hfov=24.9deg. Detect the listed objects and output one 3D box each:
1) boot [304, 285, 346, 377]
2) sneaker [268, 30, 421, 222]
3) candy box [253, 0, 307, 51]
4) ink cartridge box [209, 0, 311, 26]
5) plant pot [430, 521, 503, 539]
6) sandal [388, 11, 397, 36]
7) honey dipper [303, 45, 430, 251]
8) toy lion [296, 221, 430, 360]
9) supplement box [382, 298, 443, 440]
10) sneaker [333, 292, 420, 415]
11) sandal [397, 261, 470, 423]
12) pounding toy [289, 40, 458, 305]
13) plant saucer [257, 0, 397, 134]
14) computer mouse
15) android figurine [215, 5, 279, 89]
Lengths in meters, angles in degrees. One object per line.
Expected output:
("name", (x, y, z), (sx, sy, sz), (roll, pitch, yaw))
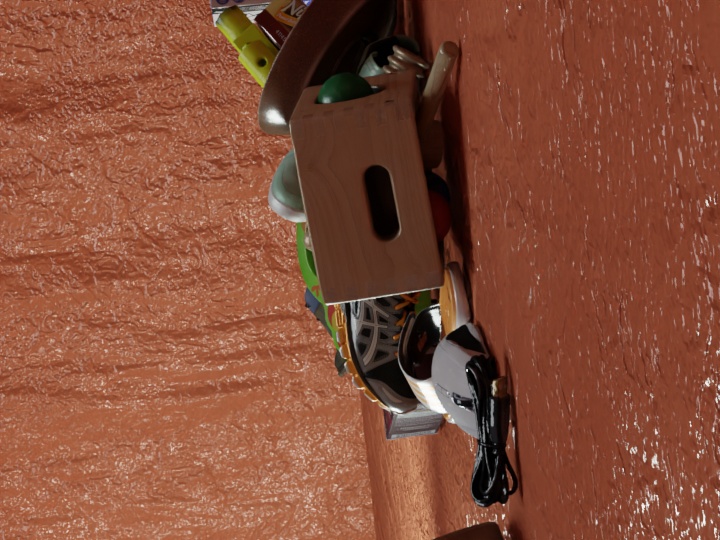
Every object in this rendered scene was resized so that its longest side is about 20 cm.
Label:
("boot", (-0.015, 0.044, 1.803), (0.097, 0.075, 0.200), (43, 150, 9))
("sneaker", (-0.015, -0.139, 1.497), (0.200, 0.074, 0.118), (-47, -20, -29))
("candy box", (-0.033, -0.213, 1.743), (0.115, 0.055, 0.200), (48, -179, 19))
("ink cartridge box", (-0.095, -0.357, 2.110), (0.094, 0.200, 0.044), (111, 153, -84))
("plant pot", (0.052, 0.312, 1.251), (0.200, 0.200, 0.174), (93, 153, -72))
("sandal", (0.001, -0.266, 1.647), (0.200, 0.082, 0.055), (115, 171, -71))
("honey dipper", (0.001, -0.104, 1.457), (0.200, 0.038, 0.038), (-63, 11, 11))
("toy lion", (0.000, 0.000, 1.611), (0.200, 0.069, 0.192), (20, 111, 52))
("supplement box", (0.053, 0.107, 1.706), (0.200, 0.061, 0.109), (97, 166, -74))
("sneaker", (0.021, 0.036, 1.499), (0.078, 0.077, 0.200), (-29, -78, -63))
("sandal", (0.061, 0.061, 1.435), (0.207, 0.059, 0.079), (87, 175, -54))
("pounding toy", (0.024, -0.093, 1.346), (0.184, 0.142, 0.200), (-81, -19, -73))
("plant saucer", (-0.023, -0.205, 1.530), (0.200, 0.034, 0.200), (-52, -13, -17))
("computer mouse", (0.083, 0.098, 1.263), (0.200, 0.044, 0.110), (-109, 11, -75))
("android figurine", (-0.075, -0.188, 1.713), (0.200, 0.041, 0.182), (51, -179, 8))
